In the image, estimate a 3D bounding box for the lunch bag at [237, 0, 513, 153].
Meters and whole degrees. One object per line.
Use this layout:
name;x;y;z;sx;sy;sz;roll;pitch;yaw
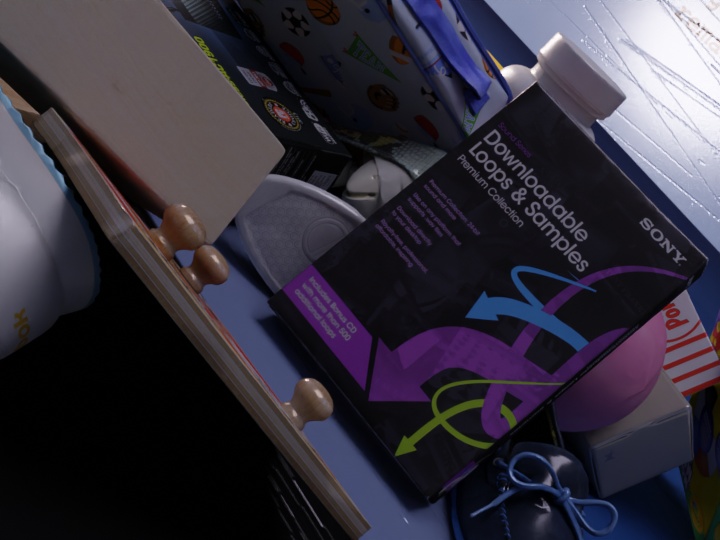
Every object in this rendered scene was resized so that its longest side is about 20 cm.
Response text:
lunch bag;0.012;-0.154;0.781;0.160;0.076;0.200;1;-43;51

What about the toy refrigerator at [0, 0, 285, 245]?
toy refrigerator;-0.122;-0.102;0.511;0.076;0.070;0.200;28;-13;43

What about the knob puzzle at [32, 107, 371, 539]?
knob puzzle;-0.071;0.003;0.498;0.220;0.030;0.220;51;-6;8

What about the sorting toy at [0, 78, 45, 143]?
sorting toy;-0.247;-0.168;0.550;0.199;0.070;0.200;52;20;21

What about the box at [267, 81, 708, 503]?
box;0.069;0.009;0.635;0.143;0.200;0.036;49;-5;16

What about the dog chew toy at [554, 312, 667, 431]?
dog chew toy;0.133;0.014;0.747;0.125;0.124;0.200;-115;-176;-47

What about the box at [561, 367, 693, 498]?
box;0.171;0.068;0.876;0.200;0.082;0.068;-113;-177;-46

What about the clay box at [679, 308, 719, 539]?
clay box;0.290;0.133;0.890;0.047;0.200;0.115;4;40;-1

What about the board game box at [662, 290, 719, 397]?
board game box;0.222;0.036;0.942;0.200;0.046;0.152;83;-16;-79

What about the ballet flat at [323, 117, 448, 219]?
ballet flat;-0.012;-0.066;0.780;0.200;0.069;0.071;25;33;24

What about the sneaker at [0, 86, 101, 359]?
sneaker;-0.180;-0.054;0.405;0.081;0.077;0.200;-36;87;-39

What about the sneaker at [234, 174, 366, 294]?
sneaker;0.000;0.000;0.725;0.200;0.071;0.099;35;10;-19

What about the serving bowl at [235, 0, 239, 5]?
serving bowl;-0.015;-0.173;0.941;0.200;0.200;0.066;16;76;-55

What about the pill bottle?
pill bottle;0.137;-0.110;1.023;0.113;0.200;0.113;39;19;-16

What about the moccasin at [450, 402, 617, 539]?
moccasin;0.091;0.120;0.641;0.080;0.068;0.200;36;21;-24

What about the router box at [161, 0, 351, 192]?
router box;-0.117;-0.126;0.720;0.150;0.062;0.200;5;42;-51
